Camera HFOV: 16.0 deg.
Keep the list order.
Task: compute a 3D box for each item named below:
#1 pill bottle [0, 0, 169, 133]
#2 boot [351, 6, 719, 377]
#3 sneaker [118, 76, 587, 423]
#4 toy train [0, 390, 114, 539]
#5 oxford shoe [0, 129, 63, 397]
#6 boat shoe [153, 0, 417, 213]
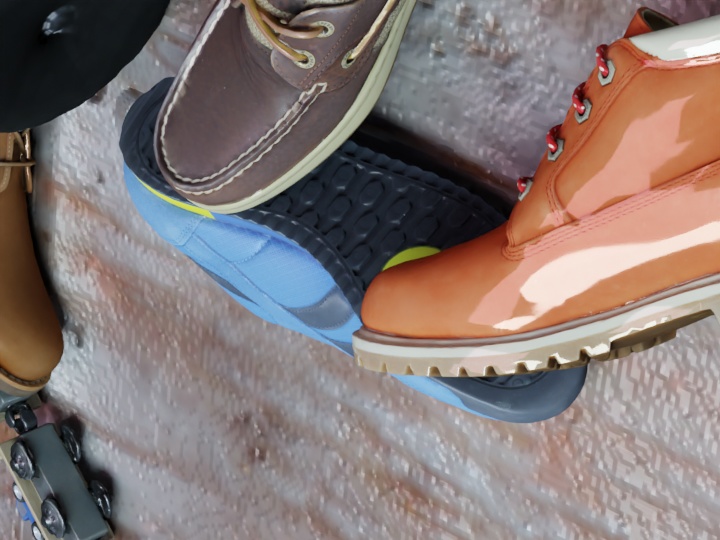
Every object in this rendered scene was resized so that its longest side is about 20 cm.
[{"bbox_3d":[-0.171,-0.156,0.996,0.200,0.112,0.112,47,131,22],"label":"pill bottle"},{"bbox_3d":[0.080,-0.024,0.810,0.200,0.075,0.107,-15,89,27],"label":"boot"},{"bbox_3d":[0.000,0.000,0.928,0.200,0.066,0.078,31,160,23],"label":"sneaker"},{"bbox_3d":[-0.163,0.043,1.110,0.200,0.034,0.046,60,146,13],"label":"toy train"},{"bbox_3d":[-0.163,-0.045,1.062,0.071,0.071,0.200,-21,93,23],"label":"oxford shoe"},{"bbox_3d":[-0.015,-0.102,0.852,0.200,0.072,0.072,-48,66,23],"label":"boat shoe"}]
